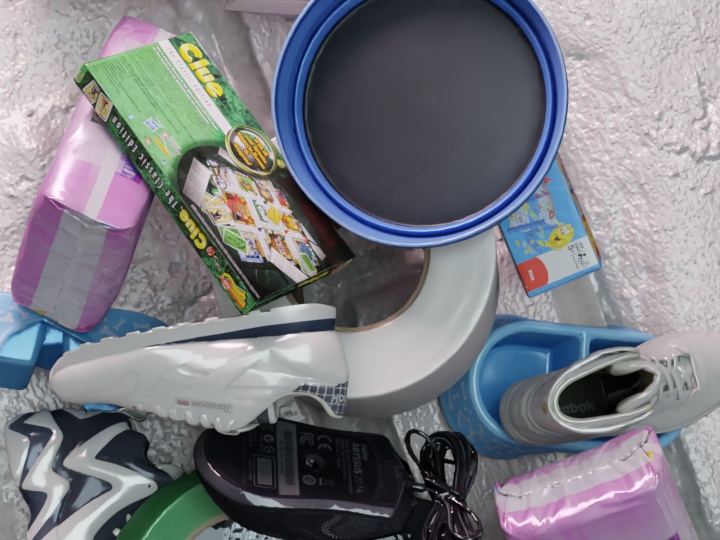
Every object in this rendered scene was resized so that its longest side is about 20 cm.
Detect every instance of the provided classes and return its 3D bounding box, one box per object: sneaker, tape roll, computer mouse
[{"bbox_3d":[-0.108,0.073,1.274,0.199,0.076,0.081,-9,90,6],"label":"sneaker"},{"bbox_3d":[-0.172,0.189,1.374,0.129,0.080,0.200,-13,77,-7],"label":"sneaker"},{"bbox_3d":[-0.085,0.239,1.352,0.200,0.048,0.201,1,88,-27],"label":"tape roll"},{"bbox_3d":[0.000,0.000,1.381,0.202,0.139,0.203,-1,80,6],"label":"tape roll"},{"bbox_3d":[-0.019,0.155,1.305,0.199,0.053,0.139,12,38,-8],"label":"computer mouse"},{"bbox_3d":[0.213,0.086,1.400,0.199,0.116,0.074,-14,86,-17],"label":"sneaker"}]

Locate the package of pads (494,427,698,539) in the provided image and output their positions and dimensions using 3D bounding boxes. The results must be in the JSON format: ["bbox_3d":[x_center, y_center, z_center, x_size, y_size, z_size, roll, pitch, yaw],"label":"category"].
[{"bbox_3d":[0.185,0.217,1.351,0.120,0.076,0.200,-20,116,11],"label":"package of pads"}]

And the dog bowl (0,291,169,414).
[{"bbox_3d":[-0.222,0.058,1.365,0.199,0.111,0.050,9,68,-13],"label":"dog bowl"}]

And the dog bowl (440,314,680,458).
[{"bbox_3d":[0.163,0.092,1.479,0.199,0.050,0.112,6,82,-13],"label":"dog bowl"}]

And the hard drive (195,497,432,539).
[{"bbox_3d":[-0.035,0.226,1.429,0.199,0.033,0.140,12,81,-13],"label":"hard drive"}]

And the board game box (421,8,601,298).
[{"bbox_3d":[0.116,-0.085,1.415,0.056,0.200,0.196,-23,90,8],"label":"board game box"}]

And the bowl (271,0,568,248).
[{"bbox_3d":[0.041,-0.114,1.297,0.200,0.039,0.201,-1,86,9],"label":"bowl"}]

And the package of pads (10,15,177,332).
[{"bbox_3d":[-0.177,-0.068,1.337,0.075,0.121,0.200,22,46,-9],"label":"package of pads"}]

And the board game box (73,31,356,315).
[{"bbox_3d":[-0.097,-0.069,1.288,0.105,0.023,0.200,-25,74,-43],"label":"board game box"}]

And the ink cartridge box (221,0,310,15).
[{"bbox_3d":[-0.031,-0.297,1.463,0.145,0.083,0.201,2,83,-14],"label":"ink cartridge box"}]
